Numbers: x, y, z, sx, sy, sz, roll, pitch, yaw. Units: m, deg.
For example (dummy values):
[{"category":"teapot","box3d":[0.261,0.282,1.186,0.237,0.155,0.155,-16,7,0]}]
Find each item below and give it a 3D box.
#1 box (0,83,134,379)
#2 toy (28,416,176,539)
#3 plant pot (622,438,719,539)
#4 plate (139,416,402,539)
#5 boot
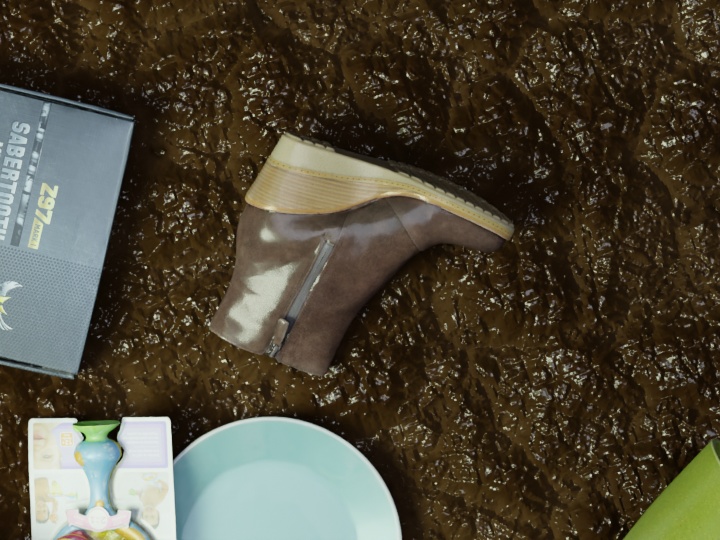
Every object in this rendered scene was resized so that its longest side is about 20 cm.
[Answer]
[{"category":"box","box3d":[-0.262,-0.034,1.692,0.157,0.051,0.201,14,89,-7]},{"category":"toy","box3d":[-0.195,0.209,1.689,0.114,0.047,0.201,-2,88,16]},{"category":"plant pot","box3d":[0.243,0.260,1.695,0.200,0.187,0.187,-40,94,12]},{"category":"plate","box3d":[-0.068,0.209,1.727,0.199,0.026,0.202,0,91,-6]},{"category":"boot","box3d":[0.000,0.000,1.721,0.199,0.072,0.167,18,101,-7]}]
